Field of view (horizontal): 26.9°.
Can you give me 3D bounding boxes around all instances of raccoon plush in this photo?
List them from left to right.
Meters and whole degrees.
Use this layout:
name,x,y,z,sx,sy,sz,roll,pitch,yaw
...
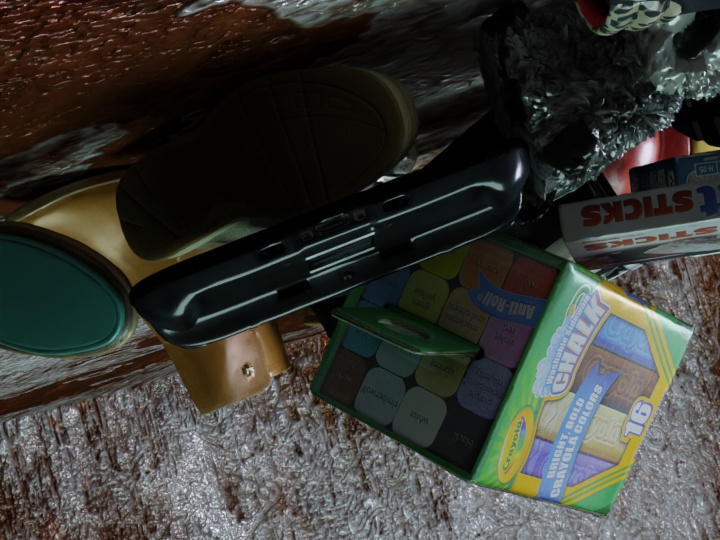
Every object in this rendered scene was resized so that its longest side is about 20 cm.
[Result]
name,x,y,z,sx,sy,sz,roll,pitch,yaw
raccoon plush,0.133,-0.099,0.771,0.134,0.097,0.200,-21,175,-4

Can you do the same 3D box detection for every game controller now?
name,x,y,z,sx,sy,sz,roll,pitch,yaw
game controller,-0.012,-0.015,0.722,0.199,0.042,0.104,-22,164,-3

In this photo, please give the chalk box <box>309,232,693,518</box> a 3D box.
name,x,y,z,sx,sy,sz,roll,pitch,yaw
chalk box,0.067,0.043,0.815,0.124,0.124,0.200,26,180,38

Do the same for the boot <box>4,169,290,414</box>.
name,x,y,z,sx,sy,sz,roll,pitch,yaw
boot,-0.113,0.016,0.894,0.071,0.145,0.201,-21,173,32

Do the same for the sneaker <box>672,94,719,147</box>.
name,x,y,z,sx,sy,sz,roll,pitch,yaw
sneaker,0.294,-0.136,1.005,0.199,0.074,0.080,-6,-146,22

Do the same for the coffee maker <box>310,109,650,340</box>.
name,x,y,z,sx,sy,sz,roll,pitch,yaw
coffee maker,0.059,-0.029,0.991,0.200,0.192,0.135,-38,-174,11

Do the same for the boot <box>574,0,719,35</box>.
name,x,y,z,sx,sy,sz,roll,pitch,yaw
boot,0.161,-0.139,0.538,0.153,0.074,0.204,-14,175,-2

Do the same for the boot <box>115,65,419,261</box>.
name,x,y,z,sx,sy,sz,roll,pitch,yaw
boot,-0.015,-0.062,0.803,0.200,0.072,0.154,-21,175,41

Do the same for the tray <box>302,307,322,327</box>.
name,x,y,z,sx,sy,sz,roll,pitch,yaw
tray,0.053,-0.011,1.107,0.199,0.099,0.037,-3,172,26

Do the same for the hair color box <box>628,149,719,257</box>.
name,x,y,z,sx,sy,sz,roll,pitch,yaw
hair color box,0.232,-0.045,0.939,0.100,0.061,0.200,-8,-178,2

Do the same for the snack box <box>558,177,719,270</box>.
name,x,y,z,sx,sy,sz,roll,pitch,yaw
snack box,0.207,-0.031,0.782,0.199,0.024,0.072,-9,165,13

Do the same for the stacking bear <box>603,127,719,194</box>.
name,x,y,z,sx,sy,sz,roll,pitch,yaw
stacking bear,0.227,-0.088,1.109,0.199,0.114,0.121,0,-151,-35

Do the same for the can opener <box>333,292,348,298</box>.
name,x,y,z,sx,sy,sz,roll,pitch,yaw
can opener,0.000,0.000,0.859,0.200,0.079,0.063,-3,159,-41

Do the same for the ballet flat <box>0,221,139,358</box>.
name,x,y,z,sx,sy,sz,roll,pitch,yaw
ballet flat,-0.195,0.002,0.781,0.199,0.069,0.063,7,-167,18
